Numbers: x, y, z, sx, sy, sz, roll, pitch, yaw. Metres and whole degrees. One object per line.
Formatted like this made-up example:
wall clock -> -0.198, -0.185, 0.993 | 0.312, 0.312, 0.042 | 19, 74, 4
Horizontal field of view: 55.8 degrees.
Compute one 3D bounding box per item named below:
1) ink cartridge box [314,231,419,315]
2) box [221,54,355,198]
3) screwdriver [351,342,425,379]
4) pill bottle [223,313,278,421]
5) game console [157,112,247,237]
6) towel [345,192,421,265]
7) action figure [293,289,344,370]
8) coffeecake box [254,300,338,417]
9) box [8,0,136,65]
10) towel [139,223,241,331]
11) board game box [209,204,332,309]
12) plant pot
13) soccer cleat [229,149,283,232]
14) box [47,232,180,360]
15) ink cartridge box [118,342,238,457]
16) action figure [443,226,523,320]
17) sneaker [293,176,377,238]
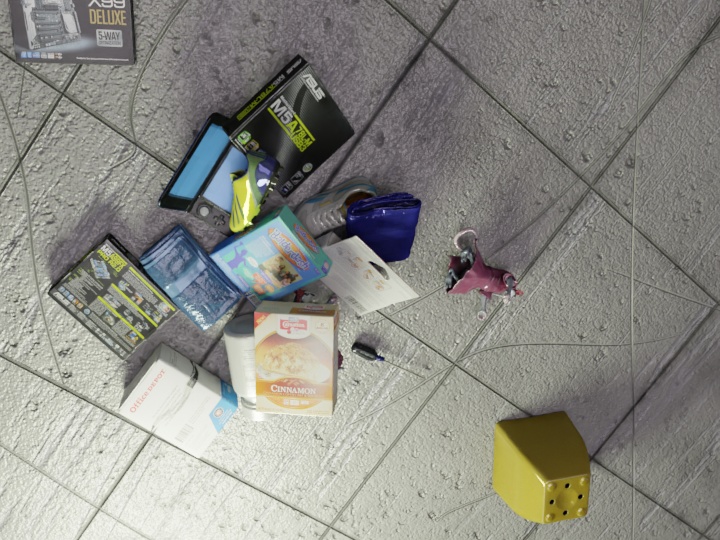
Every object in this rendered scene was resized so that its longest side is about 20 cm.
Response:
ink cartridge box -> 0.000, 0.000, 1.364 | 0.175, 0.045, 0.200 | -20, 129, 41
box -> -0.128, -0.260, 1.262 | 0.192, 0.048, 0.200 | -40, 142, 1
screwdriver -> 0.067, 0.204, 1.526 | 0.197, 0.028, 0.030 | 21, 74, -21
pill bottle -> -0.214, 0.201, 1.410 | 0.112, 0.115, 0.204 | -9, 111, -10
game console -> -0.256, -0.171, 1.273 | 0.169, 0.118, 0.201 | 32, 99, -20
towel -> 0.040, -0.081, 1.359 | 0.145, 0.050, 0.201 | -7, 151, -7
action figure -> -0.109, 0.128, 1.406 | 0.147, 0.134, 0.203 | -19, 96, 13
coffeecake box -> -0.121, 0.168, 1.300 | 0.150, 0.073, 0.204 | 3, 105, 5
box -> -0.490, -0.437, 1.165 | 0.196, 0.050, 0.161 | -1, 108, -13
towel -> -0.334, 0.017, 1.346 | 0.111, 0.048, 0.201 | -42, 113, -10
board game box -> -0.176, -0.022, 1.330 | 0.198, 0.045, 0.153 | -24, 116, 32
plant pot -> 0.444, 0.483, 1.614 | 0.192, 0.200, 0.198 | -6, 110, -12
soccer cleat -> -0.210, -0.147, 1.257 | 0.083, 0.065, 0.200 | 28, 137, -12
box -> -0.480, 0.055, 1.337 | 0.160, 0.044, 0.200 | -41, 113, 2
ink cartridge box -> -0.375, 0.268, 1.411 | 0.199, 0.084, 0.145 | 37, 97, -22
action figure -> 0.273, 0.016, 1.490 | 0.197, 0.133, 0.152 | 15, 62, -30
sneaker -> -0.058, -0.118, 1.358 | 0.198, 0.081, 0.077 | -33, 114, 1
